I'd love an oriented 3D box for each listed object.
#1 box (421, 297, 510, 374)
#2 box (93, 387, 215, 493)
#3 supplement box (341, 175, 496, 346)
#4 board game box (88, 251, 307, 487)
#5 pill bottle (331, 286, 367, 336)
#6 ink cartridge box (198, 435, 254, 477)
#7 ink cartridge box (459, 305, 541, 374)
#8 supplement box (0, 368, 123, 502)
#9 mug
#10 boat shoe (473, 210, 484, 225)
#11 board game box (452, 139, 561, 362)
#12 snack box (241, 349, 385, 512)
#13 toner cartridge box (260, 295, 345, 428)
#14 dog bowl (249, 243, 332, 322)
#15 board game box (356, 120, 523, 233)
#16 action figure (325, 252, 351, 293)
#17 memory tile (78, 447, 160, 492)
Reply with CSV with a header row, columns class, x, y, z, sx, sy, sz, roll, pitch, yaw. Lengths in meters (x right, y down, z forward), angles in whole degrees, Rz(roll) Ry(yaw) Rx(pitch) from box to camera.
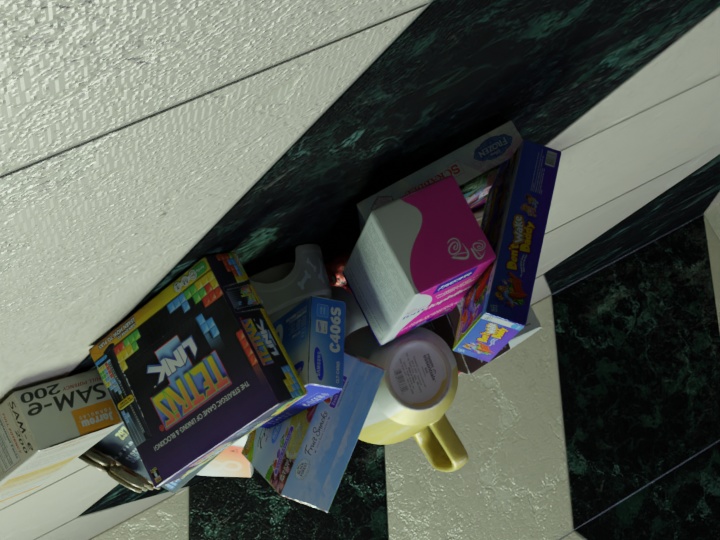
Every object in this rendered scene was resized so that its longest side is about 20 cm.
class,x,y,z,sx,sy,sz,roll,pitch,yaw
box,0.100,0.061,1.475,0.074,0.101,0.199,-27,-164,-20
box,-0.246,0.182,1.374,0.200,0.157,0.051,-42,-161,46
supplement box,0.058,-0.006,1.228,0.100,0.104,0.200,-24,166,-16
board game box,-0.172,0.104,1.173,0.199,0.167,0.056,-36,166,30
pill bottle,0.005,0.062,1.610,0.199,0.113,0.112,-18,166,-48
ink cartridge box,-0.238,0.212,1.471,0.197,0.051,0.163,-1,145,-3
ink cartridge box,0.143,0.023,1.558,0.083,0.202,0.144,-20,167,-24
supplement box,-0.382,0.197,1.308,0.199,0.074,0.125,-36,167,34
mug,0.062,0.138,1.371,0.151,0.185,0.153,-67,-169,-16
boat shoe,0.098,-0.010,1.397,0.198,0.070,0.074,-27,171,-11
board game box,0.156,-0.019,1.223,0.044,0.202,0.135,17,157,-4
snack box,-0.059,0.166,1.312,0.171,0.067,0.200,-68,-163,-4
toner cartridge box,-0.078,0.104,1.238,0.043,0.096,0.200,10,157,-25
dog bowl,-0.121,0.045,1.334,0.198,0.059,0.200,-29,169,-6
board game box,0.092,-0.084,1.340,0.198,0.042,0.200,-29,169,-3
action figure,0.000,0.000,1.491,0.065,0.052,0.199,-29,169,28
memory tile,-0.334,0.242,1.483,0.017,0.152,0.200,-59,177,-8
